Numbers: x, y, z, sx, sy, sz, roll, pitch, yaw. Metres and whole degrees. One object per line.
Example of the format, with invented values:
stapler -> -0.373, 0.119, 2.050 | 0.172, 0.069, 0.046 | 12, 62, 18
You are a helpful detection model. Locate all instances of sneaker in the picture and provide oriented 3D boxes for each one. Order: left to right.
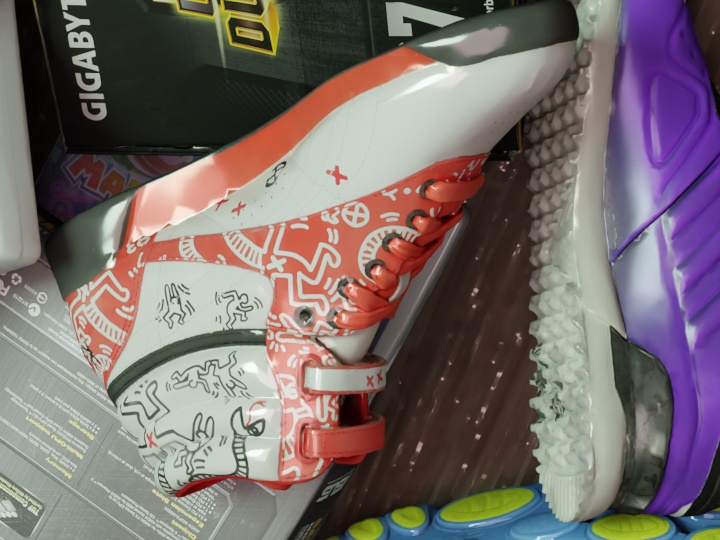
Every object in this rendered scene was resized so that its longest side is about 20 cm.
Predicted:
sneaker -> 0.000, 0.000, 0.890 | 0.201, 0.067, 0.109 | -26, 83, 26
sneaker -> 0.074, 0.115, 0.971 | 0.198, 0.071, 0.083 | -13, 118, 12
sneaker -> 0.110, -0.017, 0.940 | 0.099, 0.070, 0.202 | 2, 85, -12

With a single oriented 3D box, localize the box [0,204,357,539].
box -> -0.120, 0.070, 0.994 | 0.199, 0.048, 0.159 | 34, 106, 9

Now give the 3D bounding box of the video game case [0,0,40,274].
video game case -> -0.184, -0.081, 0.959 | 0.181, 0.023, 0.202 | -16, 76, 40

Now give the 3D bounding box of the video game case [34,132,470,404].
video game case -> -0.068, 0.031, 1.012 | 0.143, 0.018, 0.201 | 30, 103, 9

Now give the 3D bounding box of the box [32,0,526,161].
box -> -0.029, -0.123, 0.895 | 0.158, 0.050, 0.201 | 0, 135, 6
